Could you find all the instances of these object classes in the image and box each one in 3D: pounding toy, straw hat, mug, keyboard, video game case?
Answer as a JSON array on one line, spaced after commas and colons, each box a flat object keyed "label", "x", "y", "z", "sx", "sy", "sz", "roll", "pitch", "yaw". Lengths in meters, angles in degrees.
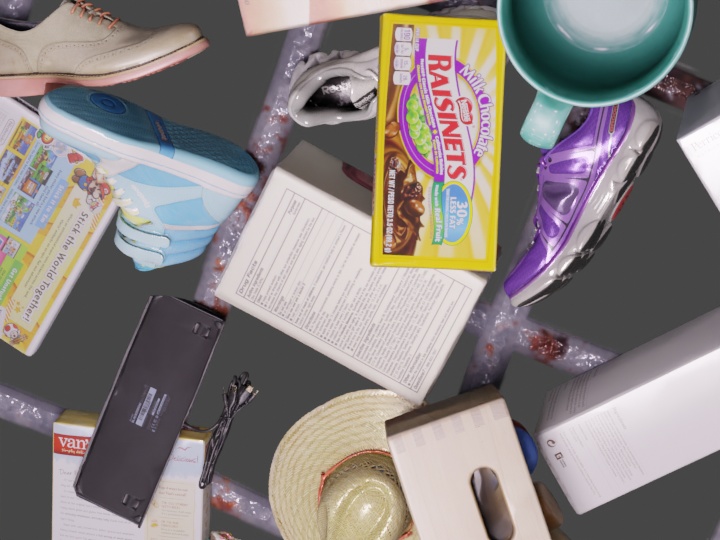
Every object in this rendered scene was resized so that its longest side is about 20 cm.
[{"label": "pounding toy", "x": 0.117, "y": 0.201, "z": 1.735, "sx": 0.141, "sy": 0.184, "sz": 0.201, "roll": -19, "pitch": 91, "yaw": 1}, {"label": "straw hat", "x": 0.003, "y": 0.208, "z": 1.833, "sx": 0.199, "sy": 0.085, "sz": 0.203, "roll": 3, "pitch": 108, "yaw": 10}, {"label": "mug", "x": 0.176, "y": -0.205, "z": 1.651, "sx": 0.184, "sy": 0.114, "sz": 0.152, "roll": -32, "pitch": 98, "yaw": 19}, {"label": "keyboard", "x": -0.165, "y": 0.130, "z": 1.849, "sx": 0.126, "sy": 0.021, "sz": 0.201, "roll": 24, "pitch": 95, "yaw": 15}, {"label": "video game case", "x": -0.320, "y": -0.052, "z": 1.855, "sx": 0.181, "sy": 0.023, "sz": 0.201, "roll": 33, "pitch": 110, "yaw": 1}]

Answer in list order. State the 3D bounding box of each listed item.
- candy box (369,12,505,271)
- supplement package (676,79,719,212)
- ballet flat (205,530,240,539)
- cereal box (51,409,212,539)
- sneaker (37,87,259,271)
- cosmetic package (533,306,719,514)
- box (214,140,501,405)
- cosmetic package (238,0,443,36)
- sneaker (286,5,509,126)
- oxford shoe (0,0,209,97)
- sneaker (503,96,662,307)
[{"label": "candy box", "x": 0.062, "y": -0.102, "z": 1.671, "sx": 0.101, "sy": 0.026, "sz": 0.202, "roll": 2, "pitch": 89, "yaw": -7}, {"label": "supplement package", "x": 0.359, "y": -0.123, "z": 1.616, "sx": 0.199, "sy": 0.156, "sz": 0.111, "roll": -31, "pitch": 98, "yaw": 20}, {"label": "ballet flat", "x": -0.083, "y": 0.316, "z": 1.905, "sx": 0.064, "sy": 0.076, "sz": 0.201, "roll": -22, "pitch": 108, "yaw": -14}, {"label": "cereal box", "x": -0.208, "y": 0.232, "z": 1.910, "sx": 0.143, "sy": 0.040, "sz": 0.201, "roll": 7, "pitch": 107, "yaw": 9}, {"label": "sneaker", "x": -0.197, "y": -0.067, "z": 1.765, "sx": 0.199, "sy": 0.080, "sz": 0.131, "roll": 21, "pitch": 117, "yaw": -24}, {"label": "cosmetic package", "x": 0.251, "y": 0.109, "z": 1.739, "sx": 0.199, "sy": 0.108, "sz": 0.085, "roll": -26, "pitch": 101, "yaw": 20}, {"label": "box", "x": 0.000, "y": 0.000, "z": 1.756, "sx": 0.199, "sy": 0.109, "sz": 0.128, "roll": 29, "pitch": 110, "yaw": 2}, {"label": "cosmetic package", "x": 0.000, "y": -0.258, "z": 1.687, "sx": 0.199, "sy": 0.087, "sz": 0.104, "roll": -10, "pitch": 103, "yaw": 15}, {"label": "sneaker", "x": 0.031, "y": -0.159, "z": 1.716, "sx": 0.199, "sy": 0.081, "sz": 0.076, "roll": -18, "pitch": 101, "yaw": 15}, {"label": "oxford shoe", "x": -0.225, "y": -0.193, "z": 1.765, "sx": 0.199, "sy": 0.071, "sz": 0.074, "roll": -7, "pitch": 103, "yaw": 14}, {"label": "sneaker", "x": 0.172, "y": -0.061, "z": 1.731, "sx": 0.083, "sy": 0.081, "sz": 0.201, "roll": 33, "pitch": 102, "yaw": 15}]
